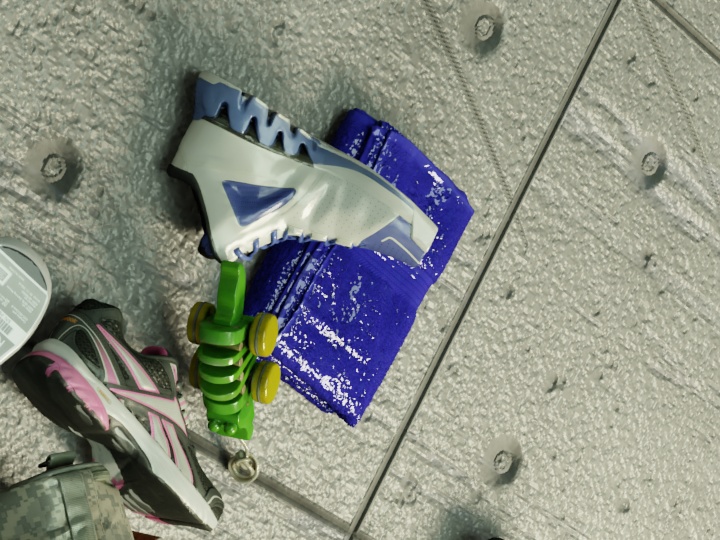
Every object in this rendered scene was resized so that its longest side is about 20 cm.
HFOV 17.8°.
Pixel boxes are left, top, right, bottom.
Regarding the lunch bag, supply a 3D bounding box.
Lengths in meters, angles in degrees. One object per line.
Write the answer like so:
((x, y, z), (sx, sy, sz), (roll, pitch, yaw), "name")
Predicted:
((-0.201, 0.231, 1.480), (0.139, 0.168, 0.201), (-8, 77, -35), "lunch bag")

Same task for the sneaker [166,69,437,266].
((-0.055, -0.043, 1.621), (0.199, 0.081, 0.115), (31, 92, -11), "sneaker")

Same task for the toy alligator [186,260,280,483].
((-0.092, 0.086, 1.616), (0.054, 0.059, 0.201), (-58, 154, -50), "toy alligator")

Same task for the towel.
((0.000, 0.000, 1.705), (0.148, 0.049, 0.201), (38, 76, -37), "towel")

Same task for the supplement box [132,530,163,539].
((-0.133, 0.284, 1.630), (0.069, 0.066, 0.201), (-35, 110, -29), "supplement box")

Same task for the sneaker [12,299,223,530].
((-0.147, 0.099, 1.586), (0.087, 0.080, 0.200), (-57, 134, -27), "sneaker")

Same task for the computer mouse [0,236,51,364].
((-0.279, 0.063, 1.500), (0.110, 0.044, 0.200), (46, 74, -23), "computer mouse")

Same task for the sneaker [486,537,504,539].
((0.074, 0.298, 1.828), (0.086, 0.080, 0.200), (39, 76, -13), "sneaker")
